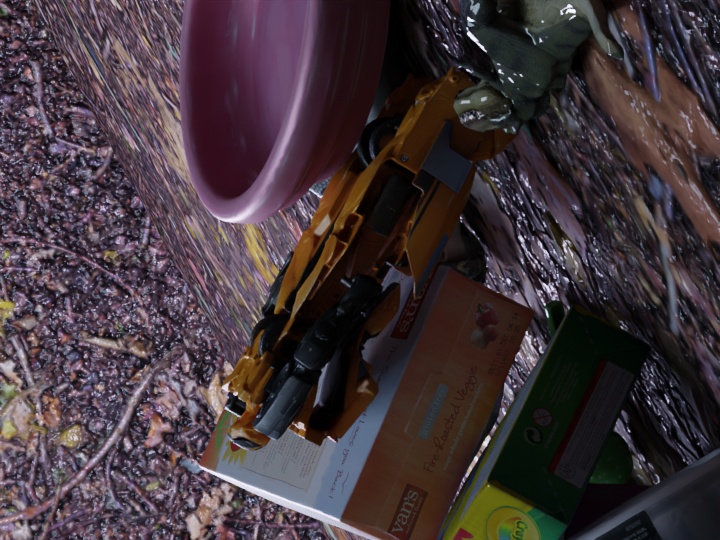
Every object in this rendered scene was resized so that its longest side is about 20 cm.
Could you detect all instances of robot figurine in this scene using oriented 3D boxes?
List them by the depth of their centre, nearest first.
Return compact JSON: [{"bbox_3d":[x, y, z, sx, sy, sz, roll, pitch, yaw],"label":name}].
[{"bbox_3d":[0.000,0.000,1.198,0.058,0.200,0.145,29,177,-10],"label":"robot figurine"}]

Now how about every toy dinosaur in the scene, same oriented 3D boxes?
[{"bbox_3d":[0.058,-0.105,1.023,0.088,0.047,0.200,45,171,-1],"label":"toy dinosaur"}]

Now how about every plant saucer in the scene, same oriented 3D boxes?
[{"bbox_3d":[-0.035,-0.121,1.225,0.200,0.051,0.201,-175,90,-68],"label":"plant saucer"}]

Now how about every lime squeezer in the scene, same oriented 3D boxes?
[{"bbox_3d":[0.137,0.113,1.310,0.200,0.038,0.071,59,171,11],"label":"lime squeezer"}]

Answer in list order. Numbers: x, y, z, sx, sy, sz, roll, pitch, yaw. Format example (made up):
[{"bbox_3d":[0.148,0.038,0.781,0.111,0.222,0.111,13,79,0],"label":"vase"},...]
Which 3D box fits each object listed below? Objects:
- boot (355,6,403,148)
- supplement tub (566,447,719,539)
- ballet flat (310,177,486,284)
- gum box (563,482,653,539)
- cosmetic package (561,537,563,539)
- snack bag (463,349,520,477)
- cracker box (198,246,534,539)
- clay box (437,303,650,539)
[{"bbox_3d":[-0.030,-0.137,1.366,0.200,0.077,0.139,36,154,38],"label":"boot"},{"bbox_3d":[0.169,0.185,1.090,0.200,0.122,0.123,59,171,5],"label":"supplement tub"},{"bbox_3d":[0.012,-0.053,1.433,0.200,0.072,0.072,55,170,29],"label":"ballet flat"},{"bbox_3d":[0.129,0.220,1.253,0.114,0.066,0.201,-76,-13,-61],"label":"gum box"},{"bbox_3d":[0.142,0.213,1.495,0.105,0.071,0.200,56,170,29],"label":"cosmetic package"},{"bbox_3d":[0.034,0.120,1.365,0.021,0.189,0.200,27,-164,1],"label":"snack bag"},{"bbox_3d":[-0.001,0.063,1.298,0.058,0.134,0.200,27,173,-22],"label":"cracker box"},{"bbox_3d":[0.071,0.118,1.232,0.048,0.115,0.200,28,144,3],"label":"clay box"}]
